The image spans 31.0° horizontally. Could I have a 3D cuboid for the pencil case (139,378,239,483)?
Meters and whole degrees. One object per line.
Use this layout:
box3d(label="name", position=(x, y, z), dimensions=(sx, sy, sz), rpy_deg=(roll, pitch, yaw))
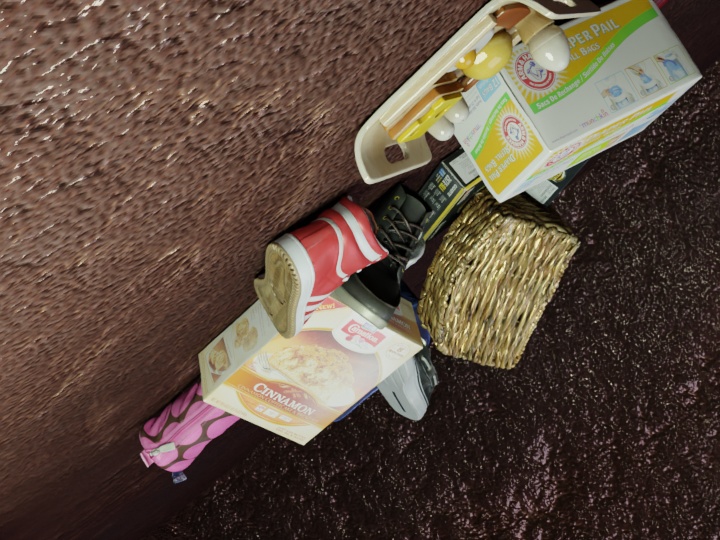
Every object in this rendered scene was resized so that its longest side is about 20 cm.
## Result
box3d(label="pencil case", position=(-0.187, 0.170, 1.597), dimensions=(0.200, 0.091, 0.093), rpy_deg=(-44, 165, 27))

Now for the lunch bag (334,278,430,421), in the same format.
box3d(label="lunch bag", position=(-0.025, 0.080, 1.640), dimensions=(0.199, 0.132, 0.136), rpy_deg=(-35, 149, -20))

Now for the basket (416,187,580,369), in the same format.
box3d(label="basket", position=(0.145, -0.007, 1.572), dimensions=(0.201, 0.142, 0.149), rpy_deg=(-65, -155, 24))

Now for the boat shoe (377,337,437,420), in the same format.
box3d(label="boat shoe", position=(0.048, 0.106, 1.576), dimensions=(0.071, 0.072, 0.200), rpy_deg=(-61, 155, -24))

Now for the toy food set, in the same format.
box3d(label="toy food set", position=(0.094, -0.145, 1.029), dimensions=(0.200, 0.061, 0.143), rpy_deg=(-42, 173, 27))

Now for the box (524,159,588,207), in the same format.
box3d(label="box", position=(0.272, -0.188, 1.522), dimensions=(0.200, 0.046, 0.159), rpy_deg=(-56, -179, -35))

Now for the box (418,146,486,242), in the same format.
box3d(label="box", position=(0.139, -0.117, 1.564), dimensions=(0.159, 0.049, 0.200), rpy_deg=(-38, 174, -23))

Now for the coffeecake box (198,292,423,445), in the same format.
box3d(label="coffeecake box", position=(-0.056, 0.088, 1.432), dimensions=(0.153, 0.073, 0.200), rpy_deg=(29, 121, -35))

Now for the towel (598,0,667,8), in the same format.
box3d(label="towel", position=(0.269, -0.266, 1.353), dimensions=(0.199, 0.023, 0.145), rpy_deg=(-33, 174, -27))

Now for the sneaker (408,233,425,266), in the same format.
box3d(label="sneaker", position=(0.000, 0.000, 1.501), dimensions=(0.200, 0.075, 0.115), rpy_deg=(-41, 176, -32))

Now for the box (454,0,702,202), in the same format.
box3d(label="box", position=(0.195, -0.162, 1.200), dimensions=(0.199, 0.102, 0.113), rpy_deg=(-27, 170, -27))

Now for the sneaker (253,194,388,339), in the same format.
box3d(label="sneaker", position=(-0.038, -0.003, 1.253), dimensions=(0.112, 0.071, 0.200), rpy_deg=(-33, 170, -19))

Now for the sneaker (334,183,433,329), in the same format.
box3d(label="sneaker", position=(0.025, -0.023, 1.338), dimensions=(0.106, 0.075, 0.200), rpy_deg=(-47, -160, 16))
